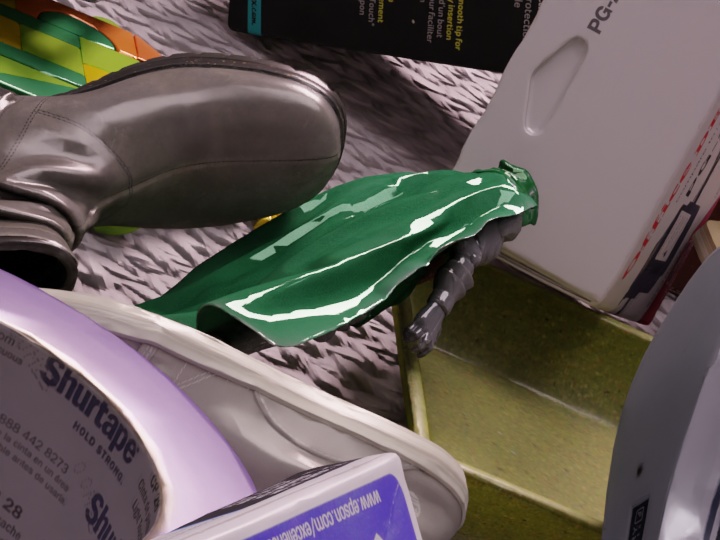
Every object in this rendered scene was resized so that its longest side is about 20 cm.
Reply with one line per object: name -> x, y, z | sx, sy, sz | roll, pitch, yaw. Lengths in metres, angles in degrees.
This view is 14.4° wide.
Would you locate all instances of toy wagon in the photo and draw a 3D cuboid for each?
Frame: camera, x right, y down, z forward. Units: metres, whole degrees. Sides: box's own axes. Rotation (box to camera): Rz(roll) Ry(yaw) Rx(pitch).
toy wagon -> -0.115, -0.069, 1.182 | 0.199, 0.040, 0.155 | 21, 23, -19

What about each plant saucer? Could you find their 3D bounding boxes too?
plant saucer -> 0.094, 0.078, 1.099 | 0.199, 0.048, 0.200 | 23, 22, -13

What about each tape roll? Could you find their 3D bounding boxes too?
tape roll -> -0.130, 0.071, 0.781 | 0.200, 0.085, 0.200 | 25, 22, -11

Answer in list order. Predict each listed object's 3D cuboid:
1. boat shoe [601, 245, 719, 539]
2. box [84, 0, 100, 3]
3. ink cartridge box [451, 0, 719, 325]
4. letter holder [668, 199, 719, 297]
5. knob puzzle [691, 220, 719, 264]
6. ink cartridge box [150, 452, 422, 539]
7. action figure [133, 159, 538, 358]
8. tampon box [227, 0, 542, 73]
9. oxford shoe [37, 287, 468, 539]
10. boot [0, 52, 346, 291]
boat shoe -> 0.135, 0.092, 0.980 | 0.091, 0.071, 0.201 | 23, 65, -15
box -> -0.191, -0.159, 1.192 | 0.199, 0.048, 0.122 | 12, 13, 5
ink cartridge box -> 0.114, -0.060, 1.227 | 0.084, 0.145, 0.200 | 29, 3, 12
letter holder -> 0.226, -0.073, 1.397 | 0.142, 0.200, 0.101 | 30, 21, 1
knob puzzle -> 0.204, 0.052, 1.260 | 0.220, 0.030, 0.220 | 44, 13, -13
ink cartridge box -> -0.022, 0.160, 0.684 | 0.198, 0.043, 0.201 | -16, 88, -62
action figure -> 0.000, 0.000, 1.054 | 0.118, 0.055, 0.200 | 9, 26, 44
tampon box -> 0.054, -0.181, 1.409 | 0.199, 0.150, 0.126 | 11, 12, 27
oxford shoe -> -0.059, 0.060, 0.931 | 0.199, 0.075, 0.058 | 23, 58, -11
boot -> -0.103, -0.021, 1.006 | 0.199, 0.068, 0.131 | -1, 27, -2
